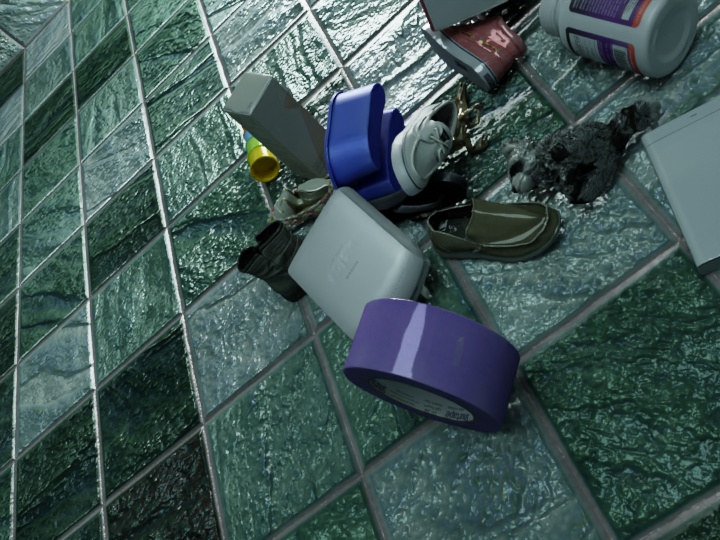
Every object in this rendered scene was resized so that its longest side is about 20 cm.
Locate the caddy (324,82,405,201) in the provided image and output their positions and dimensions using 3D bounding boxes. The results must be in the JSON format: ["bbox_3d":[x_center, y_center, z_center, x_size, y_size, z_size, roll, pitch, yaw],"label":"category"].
[{"bbox_3d":[0.001,-0.198,1.162,0.103,0.141,0.204,-11,56,27],"label":"caddy"}]

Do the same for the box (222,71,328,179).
[{"bbox_3d":[-0.131,-0.245,1.256,0.094,0.199,0.079,23,78,45],"label":"box"}]

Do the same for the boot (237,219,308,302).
[{"bbox_3d":[-0.091,-0.041,1.146,0.199,0.130,0.068,-42,45,10],"label":"boot"}]

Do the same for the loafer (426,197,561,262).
[{"bbox_3d":[0.172,-0.057,0.981,0.196,0.069,0.077,-7,59,37],"label":"loafer"}]

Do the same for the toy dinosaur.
[{"bbox_3d":[0.143,-0.200,1.119,0.100,0.058,0.203,2,58,57],"label":"toy dinosaur"}]

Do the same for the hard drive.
[{"bbox_3d":[0.420,-0.108,0.839,0.130,0.027,0.204,-26,51,25],"label":"hard drive"}]

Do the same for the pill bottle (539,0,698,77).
[{"bbox_3d":[0.342,-0.342,0.988,0.112,0.111,0.199,-51,44,0],"label":"pill bottle"}]

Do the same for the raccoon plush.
[{"bbox_3d":[0.286,-0.161,0.969,0.197,0.099,0.134,-27,28,-16],"label":"raccoon plush"}]

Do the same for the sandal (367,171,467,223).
[{"bbox_3d":[0.080,-0.093,1.085,0.198,0.075,0.044,-21,58,42],"label":"sandal"}]

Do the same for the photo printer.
[{"bbox_3d":[0.000,0.000,1.056,0.200,0.069,0.168,43,106,32],"label":"photo printer"}]

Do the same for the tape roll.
[{"bbox_3d":[0.083,0.114,0.856,0.197,0.199,0.087,4,65,40],"label":"tape roll"}]

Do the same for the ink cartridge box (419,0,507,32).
[{"bbox_3d":[0.171,-0.504,1.159,0.142,0.147,0.201,-14,28,31],"label":"ink cartridge box"}]

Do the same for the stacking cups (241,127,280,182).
[{"bbox_3d":[-0.205,-0.260,1.426,0.060,0.060,0.202,-35,47,16],"label":"stacking cups"}]

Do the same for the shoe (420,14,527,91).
[{"bbox_3d":[0.182,-0.370,1.173,0.091,0.071,0.201,-42,48,4],"label":"shoe"}]

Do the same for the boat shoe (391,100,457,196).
[{"bbox_3d":[0.098,-0.179,1.020,0.065,0.073,0.201,-23,23,32],"label":"boat shoe"}]

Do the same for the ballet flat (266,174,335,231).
[{"bbox_3d":[-0.098,-0.123,1.251,0.197,0.064,0.077,-22,52,29],"label":"ballet flat"}]
